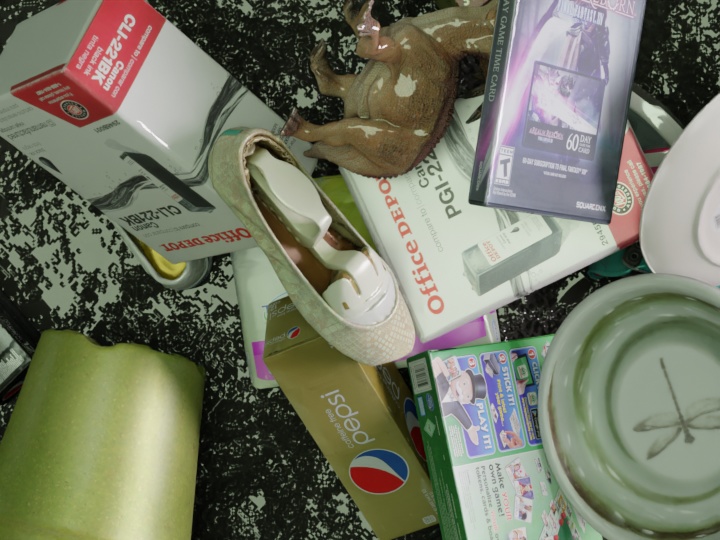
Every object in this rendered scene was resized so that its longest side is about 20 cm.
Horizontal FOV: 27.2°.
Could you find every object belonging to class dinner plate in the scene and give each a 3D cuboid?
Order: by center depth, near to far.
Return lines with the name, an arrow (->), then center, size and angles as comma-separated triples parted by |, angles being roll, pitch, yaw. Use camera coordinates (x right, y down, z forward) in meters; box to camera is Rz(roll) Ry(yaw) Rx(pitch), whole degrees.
dinner plate -> 0.277, -0.061, 1.002 | 0.199, 0.200, 0.024 | -38, 48, 5

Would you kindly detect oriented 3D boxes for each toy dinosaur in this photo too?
toy dinosaur -> 0.034, -0.110, 0.967 | 0.134, 0.086, 0.200 | 29, 127, -14

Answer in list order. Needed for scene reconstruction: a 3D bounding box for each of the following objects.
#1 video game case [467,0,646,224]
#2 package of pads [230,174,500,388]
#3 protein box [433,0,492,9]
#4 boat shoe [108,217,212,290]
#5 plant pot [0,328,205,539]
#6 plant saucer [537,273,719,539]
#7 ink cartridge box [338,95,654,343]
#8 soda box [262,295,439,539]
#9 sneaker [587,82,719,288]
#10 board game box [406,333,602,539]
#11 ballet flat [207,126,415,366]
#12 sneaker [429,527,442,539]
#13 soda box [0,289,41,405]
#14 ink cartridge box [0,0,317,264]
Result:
video game case -> 0.131, -0.135, 0.943 | 0.019, 0.142, 0.203 | 13, 95, 41
package of pads -> 0.000, 0.000, 1.150 | 0.197, 0.068, 0.157 | -9, 91, 6
protein box -> 0.072, -0.285, 1.068 | 0.134, 0.200, 0.199 | -38, 87, 6
boat shoe -> -0.185, -0.075, 1.159 | 0.074, 0.086, 0.204 | -26, 89, 6
plant pot -> -0.200, 0.148, 1.128 | 0.198, 0.200, 0.187 | 11, 81, 6
plant saucer -> 0.220, 0.101, 1.040 | 0.198, 0.050, 0.203 | 5, 99, 35
ink cartridge box -> 0.103, -0.056, 1.057 | 0.198, 0.085, 0.147 | -26, 88, 11
soda box -> 0.001, 0.105, 1.102 | 0.063, 0.068, 0.201 | -21, 123, 16
sneaker -> 0.205, -0.051, 1.123 | 0.121, 0.084, 0.200 | -45, 88, -4
board game box -> 0.111, 0.153, 1.077 | 0.029, 0.133, 0.203 | -21, 77, 49
ballet flat -> -0.027, -0.012, 0.984 | 0.200, 0.062, 0.068 | 47, 66, -14
sneaker -> 0.100, 0.178, 1.144 | 0.070, 0.099, 0.202 | 29, 62, -25
soda box -> -0.337, 0.016, 1.185 | 0.063, 0.071, 0.200 | -41, 87, 5
ink cartridge box -> -0.149, -0.097, 1.045 | 0.199, 0.143, 0.085 | 38, 62, -30
